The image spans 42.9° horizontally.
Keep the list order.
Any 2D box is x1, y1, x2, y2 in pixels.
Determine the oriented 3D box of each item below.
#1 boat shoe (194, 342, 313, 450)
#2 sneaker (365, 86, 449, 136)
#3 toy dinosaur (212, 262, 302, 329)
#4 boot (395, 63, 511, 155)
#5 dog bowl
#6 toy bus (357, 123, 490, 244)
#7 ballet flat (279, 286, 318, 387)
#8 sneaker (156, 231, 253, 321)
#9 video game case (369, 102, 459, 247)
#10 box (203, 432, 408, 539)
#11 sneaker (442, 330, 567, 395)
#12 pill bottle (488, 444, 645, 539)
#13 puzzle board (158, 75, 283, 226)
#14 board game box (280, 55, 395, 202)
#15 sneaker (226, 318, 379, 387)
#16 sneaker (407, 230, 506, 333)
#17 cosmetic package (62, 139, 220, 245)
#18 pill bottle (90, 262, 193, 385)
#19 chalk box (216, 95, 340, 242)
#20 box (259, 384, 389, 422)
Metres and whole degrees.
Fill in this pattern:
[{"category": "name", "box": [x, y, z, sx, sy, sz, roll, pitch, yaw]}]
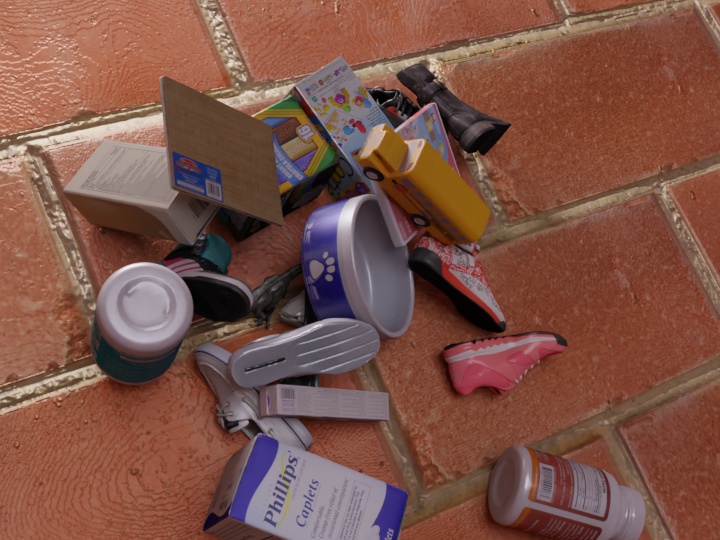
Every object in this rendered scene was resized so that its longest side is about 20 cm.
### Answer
[{"category": "boat shoe", "box": [-0.154, 0.183, 1.206, 0.200, 0.071, 0.070, 47, 58, -4]}, {"category": "sneaker", "box": [0.057, -0.246, 1.450, 0.199, 0.082, 0.077, 9, 65, -17]}, {"category": "toy dinosaur", "box": [-0.120, 0.027, 1.267, 0.047, 0.088, 0.200, 41, 64, 13]}, {"category": "boot", "box": [0.148, -0.267, 1.463, 0.174, 0.069, 0.200, 46, 20, 11]}, {"category": "dog bowl", "box": [0.000, 0.000, 1.265, 0.200, 0.079, 0.201, 39, 45, -55]}, {"category": "toy bus", "box": [0.087, -0.116, 1.244, 0.200, 0.078, 0.065, 41, 63, -34]}, {"category": "ballet flat", "box": [-0.081, 0.085, 1.274, 0.068, 0.068, 0.201, 11, 65, -6]}, {"category": "sneaker", "box": [-0.199, 0.005, 1.214, 0.121, 0.199, 0.084, -53, 133, -39]}, {"category": "video game case", "box": [0.080, -0.142, 1.330, 0.200, 0.017, 0.143, -43, 119, -46]}, {"category": "box", "box": [-0.071, 0.295, 1.120, 0.199, 0.184, 0.105, 23, 64, -10]}, {"category": "sneaker", "box": [0.218, 0.141, 1.366, 0.199, 0.074, 0.087, -6, 84, -18]}, {"category": "pill bottle", "box": [0.289, 0.322, 1.281, 0.199, 0.112, 0.113, 19, 63, -12]}, {"category": "puzzle board", "box": [-0.176, -0.146, 1.166, 0.200, 0.017, 0.151, 17, 59, -52]}, {"category": "board game box", "box": [-0.023, -0.197, 1.372, 0.105, 0.103, 0.200, -38, 94, -30]}, {"category": "sneaker", "box": [-0.076, 0.099, 1.175, 0.199, 0.071, 0.073, -8, 99, -16]}, {"category": "sneaker", "box": [0.166, 0.000, 1.362, 0.201, 0.067, 0.108, 40, 66, -25]}, {"category": "cosmetic package", "box": [-0.282, -0.106, 1.211, 0.199, 0.071, 0.105, 13, 58, 33]}, {"category": "pill bottle", "box": [-0.274, 0.075, 1.129, 0.110, 0.200, 0.111, 8, 65, -17]}, {"category": "chalk box", "box": [-0.154, -0.134, 1.304, 0.200, 0.125, 0.124, -32, 82, -29]}, {"category": "box", "box": [-0.045, 0.178, 1.216, 0.200, 0.039, 0.042, 10, 72, -42]}]
